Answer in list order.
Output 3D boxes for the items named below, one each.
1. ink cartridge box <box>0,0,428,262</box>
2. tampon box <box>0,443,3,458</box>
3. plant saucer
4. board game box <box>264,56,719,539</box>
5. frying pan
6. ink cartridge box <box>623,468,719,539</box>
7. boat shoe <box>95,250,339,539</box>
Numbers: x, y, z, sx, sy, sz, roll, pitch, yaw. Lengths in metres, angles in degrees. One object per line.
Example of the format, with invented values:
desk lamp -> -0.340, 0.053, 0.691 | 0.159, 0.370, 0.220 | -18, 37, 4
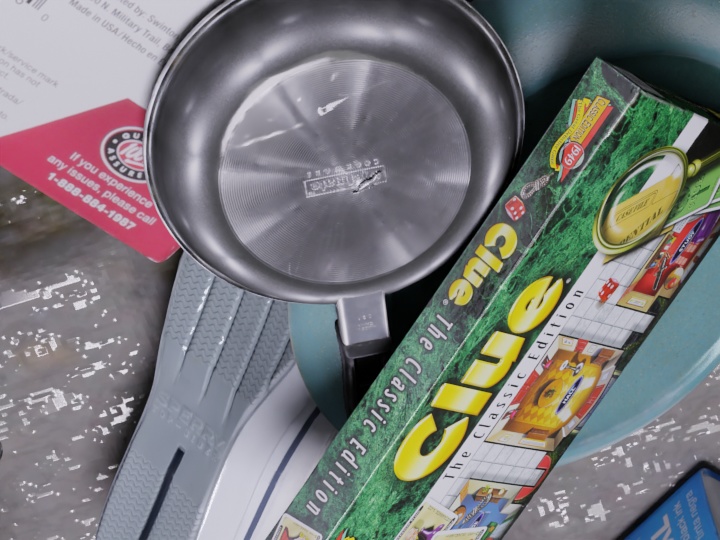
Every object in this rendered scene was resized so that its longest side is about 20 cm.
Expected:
ink cartridge box -> -0.053, -0.120, 0.782 | 0.148, 0.086, 0.200 | 35, 114, -27
tampon box -> -0.223, 0.106, 0.791 | 0.150, 0.126, 0.200 | 33, 137, -6
plant saucer -> 0.071, -0.009, 0.873 | 0.200, 0.027, 0.200 | -16, 128, -22
board game box -> 0.047, 0.030, 0.834 | 0.105, 0.023, 0.200 | 15, 113, -54
frying pan -> -0.016, -0.004, 0.800 | 0.115, 0.031, 0.190 | 9, 119, -16
ink cartridge box -> 0.123, 0.194, 1.037 | 0.146, 0.084, 0.200 | 31, 118, -27
boat shoe -> -0.030, 0.034, 0.919 | 0.067, 0.074, 0.200 | 0, 127, -48
